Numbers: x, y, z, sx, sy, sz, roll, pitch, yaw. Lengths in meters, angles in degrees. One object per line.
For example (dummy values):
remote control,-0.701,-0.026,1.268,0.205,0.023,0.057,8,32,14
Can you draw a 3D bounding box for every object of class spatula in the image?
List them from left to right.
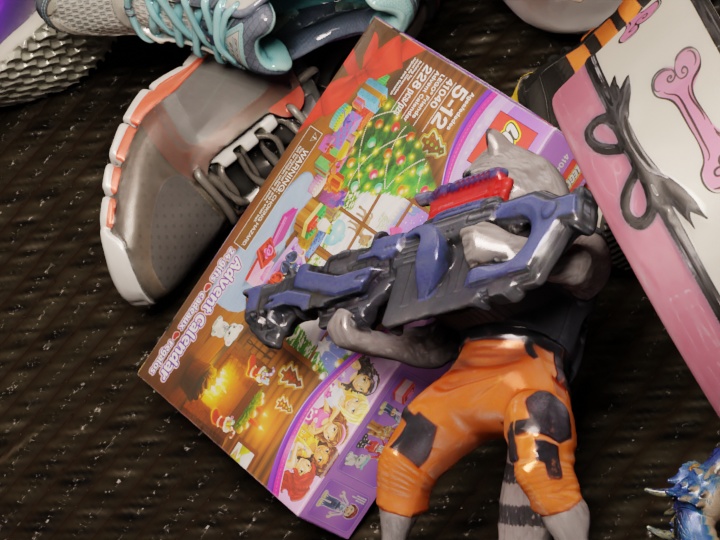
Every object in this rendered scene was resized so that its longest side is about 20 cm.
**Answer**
spatula,0.021,-0.118,1.318,0.021,0.057,0.200,19,53,12

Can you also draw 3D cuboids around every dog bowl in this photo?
dog bowl,0.145,-0.013,1.034,0.074,0.200,0.200,-30,43,8

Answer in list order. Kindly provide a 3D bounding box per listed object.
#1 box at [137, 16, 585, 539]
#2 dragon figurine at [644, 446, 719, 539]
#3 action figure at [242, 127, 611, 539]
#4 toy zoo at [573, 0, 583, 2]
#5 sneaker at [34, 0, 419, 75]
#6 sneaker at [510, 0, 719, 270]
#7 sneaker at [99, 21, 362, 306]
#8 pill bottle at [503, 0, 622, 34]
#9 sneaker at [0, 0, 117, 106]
box,0.000,0.000,1.184,0.137,0.039,0.200,36,93,45
dragon figurine,0.115,0.160,1.002,0.099,0.059,0.200,17,62,40
action figure,0.040,0.040,1.085,0.200,0.104,0.194,-6,68,50
toy zoo,0.050,-0.200,1.217,0.200,0.020,0.131,20,68,35
sneaker,-0.064,-0.135,1.267,0.199,0.078,0.086,-8,54,14
sneaker,0.114,-0.093,1.215,0.090,0.070,0.200,7,59,31
sneaker,-0.057,-0.067,1.295,0.082,0.077,0.200,10,59,29
pill bottle,0.073,-0.213,1.304,0.112,0.112,0.200,-35,48,-1
sneaker,-0.164,-0.169,1.380,0.200,0.069,0.100,-49,61,42
